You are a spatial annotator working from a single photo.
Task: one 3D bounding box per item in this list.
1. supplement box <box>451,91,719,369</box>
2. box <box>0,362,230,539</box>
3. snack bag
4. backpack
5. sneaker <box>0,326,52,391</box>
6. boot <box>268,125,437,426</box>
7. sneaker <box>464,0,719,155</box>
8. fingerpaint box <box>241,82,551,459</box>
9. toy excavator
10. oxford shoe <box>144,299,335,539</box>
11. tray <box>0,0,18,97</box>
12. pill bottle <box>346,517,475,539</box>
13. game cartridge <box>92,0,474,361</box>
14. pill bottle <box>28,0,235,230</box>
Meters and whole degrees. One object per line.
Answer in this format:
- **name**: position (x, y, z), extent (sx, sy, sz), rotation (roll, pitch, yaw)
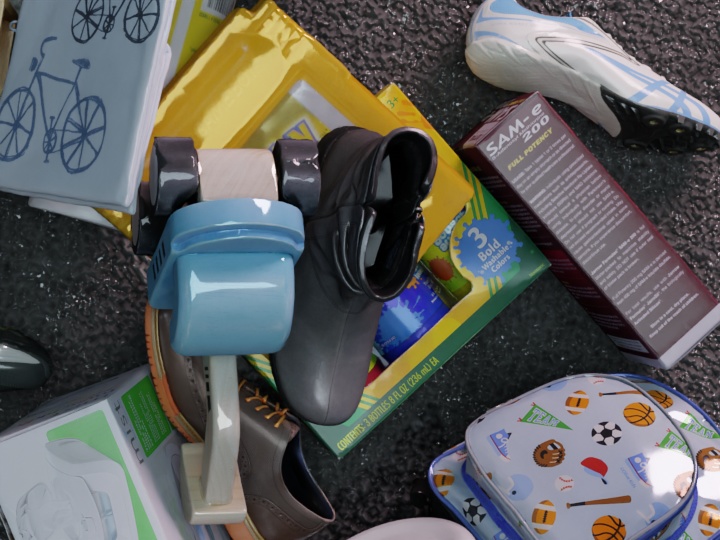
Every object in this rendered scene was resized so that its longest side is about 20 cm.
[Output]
- **supplement box**: position (0.154, -0.027, 1.393), extent (0.061, 0.109, 0.200), rotation (-42, 96, -4)
- **box**: position (-0.153, 0.176, 1.318), extent (0.097, 0.176, 0.200), rotation (-22, 92, 5)
- **snack bag**: position (-0.169, -0.140, 1.263), extent (0.021, 0.188, 0.200), rotation (14, 87, -37)
- **backpack**: position (0.159, 0.156, 1.363), extent (0.190, 0.154, 0.200), rotation (-24, 59, -23)
- **sneaker**: position (-0.305, 0.078, 1.364), extent (0.200, 0.074, 0.085), rotation (0, 96, 2)
- **boot**: position (-0.006, 0.008, 1.252), extent (0.070, 0.132, 0.200), rotation (3, 97, -16)
- **sneaker**: position (0.168, -0.138, 1.416), extent (0.200, 0.072, 0.073), rotation (23, 68, -12)
- **fingerpaint box**: position (0.000, 0.000, 1.392), extent (0.200, 0.073, 0.167), rotation (-42, 95, -5)
- **toy excavator**: position (-0.087, 0.039, 1.243), extent (0.100, 0.195, 0.200), rotation (1, 68, -15)
- **oxford shoe**: position (-0.080, 0.095, 1.370), extent (0.073, 0.071, 0.200), rotation (-19, 108, 25)
- **tray**: position (-0.264, -0.080, 1.346), extent (0.037, 0.099, 0.200), rotation (11, 89, -5)
- **pill bottle**: position (0.047, 0.273, 1.329), extent (0.116, 0.116, 0.200), rotation (-20, 109, -6)
- **game cartridge**: position (-0.052, -0.051, 1.314), extent (0.200, 0.032, 0.176), rotation (41, 86, -18)
- **pill bottle**: position (-0.155, -0.129, 1.352), extent (0.112, 0.112, 0.200), rotation (15, 88, -7)
